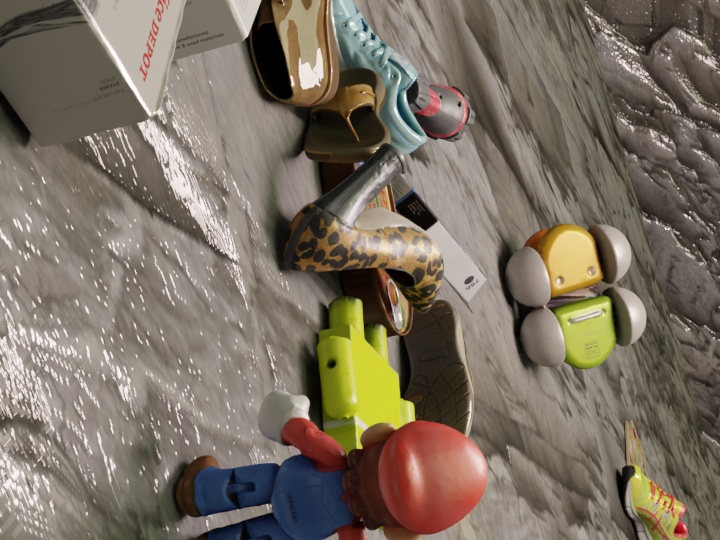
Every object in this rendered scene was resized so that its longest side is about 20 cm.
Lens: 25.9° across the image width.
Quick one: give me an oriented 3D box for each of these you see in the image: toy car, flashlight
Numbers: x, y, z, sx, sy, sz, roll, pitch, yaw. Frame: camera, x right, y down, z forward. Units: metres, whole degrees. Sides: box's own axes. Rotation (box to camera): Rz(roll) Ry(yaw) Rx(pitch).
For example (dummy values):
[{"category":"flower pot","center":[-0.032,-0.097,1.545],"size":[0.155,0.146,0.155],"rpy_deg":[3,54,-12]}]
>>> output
[{"category":"toy car","center":[0.279,0.036,2.142],"size":[0.150,0.175,0.200],"rpy_deg":[176,-101,-71]},{"category":"flashlight","center":[0.074,-0.188,1.764],"size":[0.200,0.068,0.068],"rpy_deg":[9,64,-73]}]

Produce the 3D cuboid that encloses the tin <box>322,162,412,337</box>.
[{"category":"tin","center":[0.007,-0.033,1.495],"size":[0.112,0.042,0.200],"rpy_deg":[5,73,-68]}]

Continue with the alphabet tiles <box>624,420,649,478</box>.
[{"category":"alphabet tiles","center":[0.491,0.367,2.757],"size":[0.200,0.006,0.166],"rpy_deg":[-81,152,-50]}]

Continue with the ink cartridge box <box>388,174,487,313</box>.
[{"category":"ink cartridge box","center":[0.075,-0.034,1.638],"size":[0.099,0.039,0.200],"rpy_deg":[52,2,30]}]

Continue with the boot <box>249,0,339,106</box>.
[{"category":"boot","center":[-0.068,-0.242,1.369],"size":[0.075,0.074,0.200],"rpy_deg":[-15,94,-63]}]

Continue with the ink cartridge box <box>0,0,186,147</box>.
[{"category":"ink cartridge box","center":[-0.190,-0.194,0.921],"size":[0.147,0.083,0.200],"rpy_deg":[-85,155,-45]}]

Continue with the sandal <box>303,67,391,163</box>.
[{"category":"sandal","center":[-0.013,-0.151,1.445],"size":[0.200,0.080,0.054],"rpy_deg":[-85,167,-59]}]

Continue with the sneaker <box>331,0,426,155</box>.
[{"category":"sneaker","center":[0.015,-0.208,1.568],"size":[0.074,0.082,0.200],"rpy_deg":[-68,142,-63]}]

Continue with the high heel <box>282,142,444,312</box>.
[{"category":"high heel","center":[0.000,0.000,1.385],"size":[0.143,0.071,0.200],"rpy_deg":[-44,138,-23]}]

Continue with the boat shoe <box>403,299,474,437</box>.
[{"category":"boat shoe","center":[0.086,0.123,1.567],"size":[0.073,0.074,0.200],"rpy_deg":[57,27,-47]}]

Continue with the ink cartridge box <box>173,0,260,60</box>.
[{"category":"ink cartridge box","center":[-0.141,-0.273,1.126],"size":[0.146,0.084,0.200],"rpy_deg":[-78,149,-54]}]

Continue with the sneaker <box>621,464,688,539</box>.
[{"category":"sneaker","center":[0.490,0.387,2.601],"size":[0.078,0.090,0.200],"rpy_deg":[-82,152,-45]}]

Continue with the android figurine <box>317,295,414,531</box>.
[{"category":"android figurine","center":[0.006,0.128,1.370],"size":[0.182,0.041,0.200],"rpy_deg":[51,29,-55]}]

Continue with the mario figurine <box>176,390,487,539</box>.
[{"category":"mario figurine","center":[-0.011,0.147,1.034],"size":[0.106,0.200,0.123],"rpy_deg":[-82,153,-48]}]
